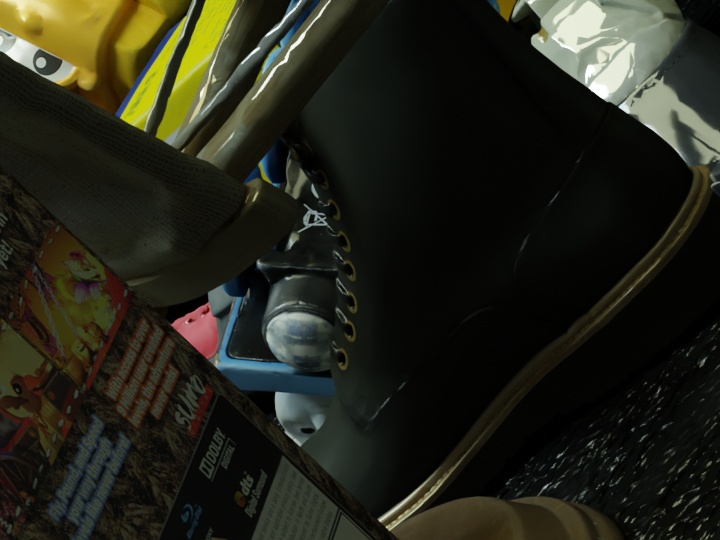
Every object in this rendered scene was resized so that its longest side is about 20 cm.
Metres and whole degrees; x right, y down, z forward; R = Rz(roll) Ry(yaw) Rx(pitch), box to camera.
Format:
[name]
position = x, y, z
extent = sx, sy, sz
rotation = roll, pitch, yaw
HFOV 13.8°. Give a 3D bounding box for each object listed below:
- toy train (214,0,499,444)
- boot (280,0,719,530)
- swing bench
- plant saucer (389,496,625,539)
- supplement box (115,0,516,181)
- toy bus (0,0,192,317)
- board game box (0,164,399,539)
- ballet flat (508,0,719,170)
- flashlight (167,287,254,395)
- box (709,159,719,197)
[toy train]
position = 0.004, -0.027, 1.021
extent = 0.086, 0.115, 0.201
rotation = 2, 46, 12
[boot]
position = 0.000, 0.000, 0.890
extent = 0.200, 0.138, 0.078
rotation = -42, 14, 21
[swing bench]
position = -0.092, -0.107, 0.799
extent = 0.201, 0.198, 0.130
rotation = -58, 27, 9
[plant saucer]
position = -0.009, 0.132, 0.780
extent = 0.200, 0.029, 0.200
rotation = -43, 13, 13
[supplement box]
position = 0.004, -0.087, 1.196
extent = 0.200, 0.109, 0.109
rotation = -38, 16, 36
[toy bus]
position = -0.139, -0.055, 1.364
extent = 0.193, 0.135, 0.200
rotation = -56, -23, -15
[board game box]
position = -0.099, 0.074, 0.726
extent = 0.097, 0.200, 0.160
rotation = -39, 15, 27
[ballet flat]
position = 0.082, -0.066, 0.980
extent = 0.073, 0.073, 0.200
rotation = -45, 14, 7
[flashlight]
position = -0.066, 0.025, 1.166
extent = 0.200, 0.067, 0.068
rotation = -33, 41, 57
[box]
position = 0.191, -0.084, 0.736
extent = 0.162, 0.049, 0.200
rotation = -55, 15, -26
